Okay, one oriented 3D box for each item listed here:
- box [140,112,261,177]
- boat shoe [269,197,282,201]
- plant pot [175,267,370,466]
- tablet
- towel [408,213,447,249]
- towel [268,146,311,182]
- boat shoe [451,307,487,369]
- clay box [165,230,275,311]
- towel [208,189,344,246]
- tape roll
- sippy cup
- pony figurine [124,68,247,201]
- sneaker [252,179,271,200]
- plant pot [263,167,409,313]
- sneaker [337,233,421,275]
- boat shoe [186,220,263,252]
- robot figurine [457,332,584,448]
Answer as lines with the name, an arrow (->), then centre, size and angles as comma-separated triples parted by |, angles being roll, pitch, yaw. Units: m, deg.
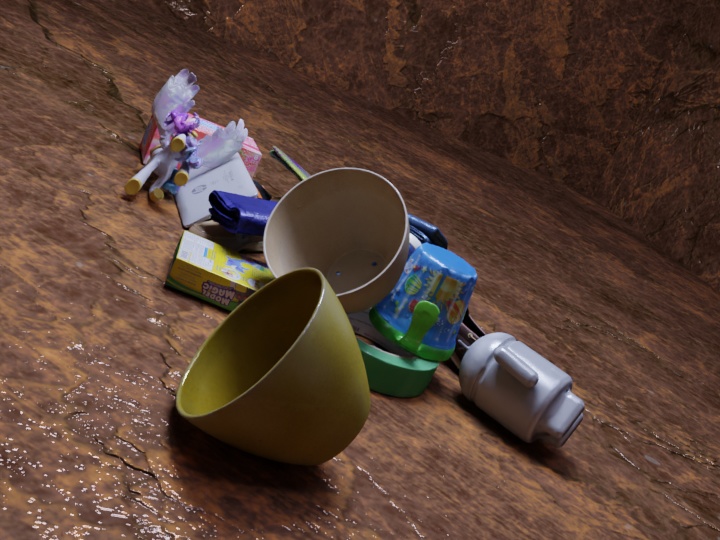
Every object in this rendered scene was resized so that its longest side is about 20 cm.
box -> -0.293, -0.220, 1.717 | 0.198, 0.095, 0.103 | 19, 18, -24
boat shoe -> -0.118, -0.092, 1.648 | 0.071, 0.073, 0.200 | 2, 8, 3
plant pot -> -0.071, 0.119, 0.969 | 0.142, 0.199, 0.200 | 48, 9, -22
tablet -> -0.245, -0.138, 1.548 | 0.200, 0.129, 0.014 | -123, -170, -59
towel -> 0.054, -0.080, 1.634 | 0.199, 0.049, 0.112 | 27, -5, 26
towel -> -0.082, -0.142, 1.660 | 0.144, 0.023, 0.200 | 48, 6, 20
boat shoe -> 0.145, 0.071, 1.468 | 0.070, 0.070, 0.201 | -13, 59, -53
clay box -> -0.166, 0.019, 1.301 | 0.198, 0.048, 0.115 | 24, 17, -13
towel -> -0.119, -0.067, 1.400 | 0.198, 0.050, 0.148 | 10, 14, -29
tape roll -> 0.015, 0.102, 1.330 | 0.199, 0.049, 0.201 | 25, 17, -8
sippy cup -> 0.098, 0.038, 1.335 | 0.139, 0.131, 0.178 | 15, 21, -33
pony figurine -> -0.298, -0.203, 1.531 | 0.167, 0.193, 0.200 | 45, 12, -21
sneaker -> -0.189, -0.116, 1.614 | 0.089, 0.071, 0.200 | 21, 17, -12
plant pot -> -0.020, -0.020, 1.288 | 0.200, 0.200, 0.135 | 37, -15, 31
sneaker -> 0.001, 0.001, 1.416 | 0.199, 0.111, 0.077 | -5, -53, 45
boat shoe -> -0.200, -0.068, 1.468 | 0.071, 0.065, 0.200 | 33, 18, 19
robot figurine -> 0.223, 0.166, 1.341 | 0.199, 0.113, 0.170 | 36, -21, 25
